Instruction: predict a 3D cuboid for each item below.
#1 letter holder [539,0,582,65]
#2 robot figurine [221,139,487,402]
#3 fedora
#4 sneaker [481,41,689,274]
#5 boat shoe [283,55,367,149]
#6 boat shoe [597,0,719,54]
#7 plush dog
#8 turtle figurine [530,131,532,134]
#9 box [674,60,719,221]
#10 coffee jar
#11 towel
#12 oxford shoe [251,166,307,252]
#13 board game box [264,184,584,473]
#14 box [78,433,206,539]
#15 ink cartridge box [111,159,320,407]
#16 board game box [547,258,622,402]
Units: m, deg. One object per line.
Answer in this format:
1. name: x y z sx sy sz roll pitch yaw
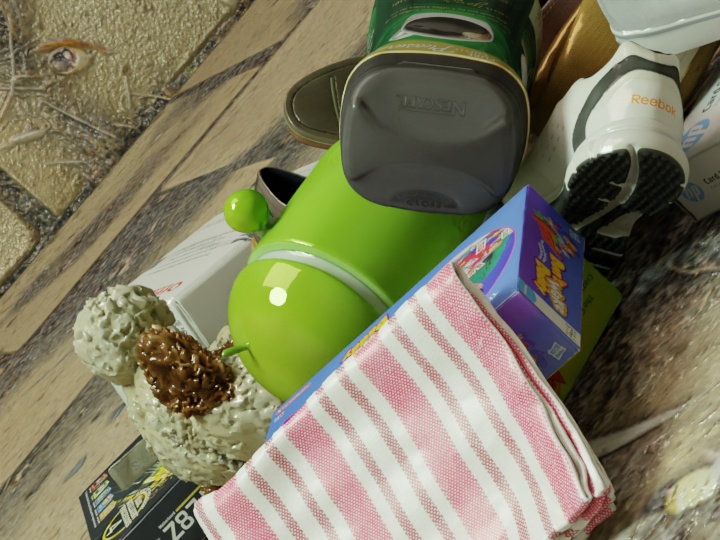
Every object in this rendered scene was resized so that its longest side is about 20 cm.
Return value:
1. letter holder: 0.166 -0.212 1.602 0.200 0.142 0.101 -45 13 11
2. robot figurine: 0.000 0.000 1.410 0.200 0.175 0.116 -56 5 -31
3. fedora: 0.152 -0.119 1.413 0.201 0.082 0.201 -58 0 0
4. sneaker: 0.125 -0.055 1.308 0.200 0.073 0.080 138 144 -60
5. boat shoe: 0.036 -0.118 1.777 0.199 0.072 0.068 -10 -19 -16
6. boat shoe: 0.209 -0.176 1.270 0.200 0.069 0.072 -15 35 39
7. plush dog: -0.070 0.082 1.510 0.172 0.199 0.161 158 111 -68
8. turtle figurine: 0.097 -0.186 1.721 0.064 0.200 0.162 -8 59 33
9. box: 0.257 -0.121 1.266 0.200 0.041 0.156 -32 20 53
10. coffee jar: 0.046 -0.102 1.348 0.200 0.104 0.086 -73 -12 -65
11. towel: 0.015 0.112 1.151 0.200 0.147 0.030 -44 -26 21
12. oxford shoe: 0.008 -0.021 1.524 0.199 0.073 0.071 11 30 32
13. board game box: 0.028 0.059 1.243 0.200 0.045 0.135 -42 14 22
14. box: -0.123 0.141 1.703 0.161 0.049 0.200 -44 12 -1
15. ink cartridge box: -0.085 0.010 1.733 0.200 0.084 0.145 -41 14 -34
16. board game box: 0.057 0.082 1.292 0.102 0.048 0.200 -31 20 52
